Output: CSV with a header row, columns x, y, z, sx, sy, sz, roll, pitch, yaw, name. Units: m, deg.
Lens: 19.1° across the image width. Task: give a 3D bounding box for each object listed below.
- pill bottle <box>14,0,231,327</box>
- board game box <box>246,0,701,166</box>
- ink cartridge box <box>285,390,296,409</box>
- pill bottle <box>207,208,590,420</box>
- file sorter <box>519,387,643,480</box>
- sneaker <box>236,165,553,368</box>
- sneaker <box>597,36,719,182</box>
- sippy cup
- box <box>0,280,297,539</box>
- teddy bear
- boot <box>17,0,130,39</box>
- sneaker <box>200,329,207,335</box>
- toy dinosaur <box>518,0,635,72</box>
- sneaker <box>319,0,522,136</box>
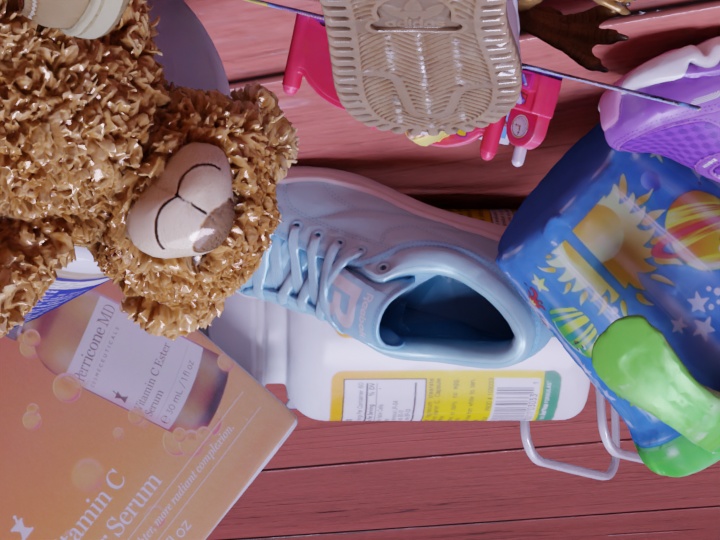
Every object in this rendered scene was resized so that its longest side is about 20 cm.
x,y,z,sx,sy,sz,roll,pitch,yaw,name
-0.143,-0.040,0.840,0.119,0.121,0.200,7,165,-29,pill bottle
0.022,-0.064,0.770,0.198,0.039,0.158,10,-173,-24,board game box
0.050,0.059,1.452,0.195,0.044,0.200,-1,169,-7,ink cartridge box
0.018,0.024,1.137,0.198,0.114,0.113,0,167,-3,pill bottle
0.202,0.045,1.216,0.199,0.126,0.138,-9,165,30,file sorter
0.000,0.000,1.026,0.198,0.075,0.082,9,-160,13,sneaker
0.195,-0.045,0.912,0.198,0.089,0.080,6,167,-22,sneaker
0.137,0.001,0.970,0.130,0.140,0.178,41,171,-8,sippy cup
-0.161,0.074,1.065,0.200,0.153,0.106,41,157,-8,box
-0.110,-0.052,0.703,0.200,0.145,0.067,46,154,-15,teddy bear
-0.133,-0.124,0.584,0.154,0.073,0.200,1,165,-9,boot
-0.159,0.082,1.406,0.070,0.100,0.200,5,167,-32,sneaker
0.037,-0.114,0.720,0.199,0.061,0.106,0,159,42,toy dinosaur
0.018,-0.122,0.550,0.069,0.109,0.200,2,161,-1,sneaker
